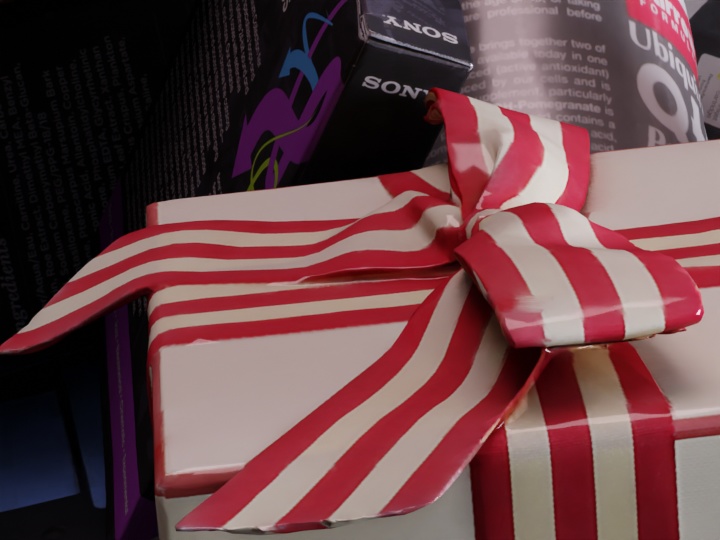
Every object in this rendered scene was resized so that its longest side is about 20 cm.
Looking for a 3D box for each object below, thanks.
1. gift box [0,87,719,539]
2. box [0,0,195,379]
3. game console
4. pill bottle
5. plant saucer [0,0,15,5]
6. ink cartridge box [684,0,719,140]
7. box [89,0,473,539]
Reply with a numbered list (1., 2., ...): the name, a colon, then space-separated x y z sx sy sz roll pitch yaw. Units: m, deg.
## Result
1. gift box: 0.025 0.069 0.630 0.199 0.187 0.185 -7 21 -8
2. box: -0.146 -0.033 0.991 0.200 0.118 0.196 -19 12 -31
3. game console: -0.089 0.060 0.905 0.176 0.031 0.200 -8 20 -8
4. pill bottle: 0.045 -0.034 0.808 0.110 0.111 0.201 -5 55 2
5. plant saucer: -0.103 -0.102 0.860 0.200 0.037 0.200 -17 8 3
6. ink cartridge box: 0.122 -0.016 0.868 0.083 0.146 0.200 29 -2 -35
7. box: -0.028 -0.029 0.789 0.036 0.200 0.143 12 39 -18
